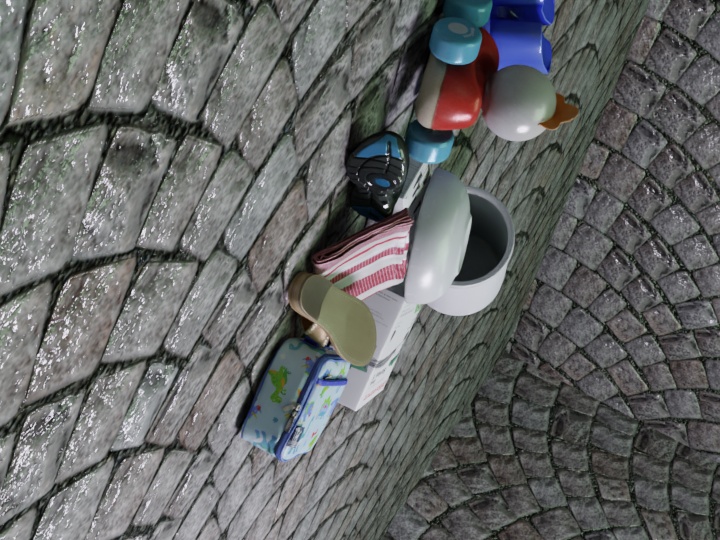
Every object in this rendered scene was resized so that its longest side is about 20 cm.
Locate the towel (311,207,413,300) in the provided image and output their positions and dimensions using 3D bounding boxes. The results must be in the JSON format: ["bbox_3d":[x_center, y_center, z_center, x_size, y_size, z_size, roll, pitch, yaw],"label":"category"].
[{"bbox_3d":[0.000,0.000,1.730,0.144,0.023,0.200,-27,158,-13],"label":"towel"}]

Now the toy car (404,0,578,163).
[{"bbox_3d":[0.177,-0.227,1.651,0.177,0.200,0.184,-70,176,-50],"label":"toy car"}]

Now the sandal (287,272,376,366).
[{"bbox_3d":[-0.051,0.055,1.706,0.212,0.070,0.078,46,64,-53],"label":"sandal"}]

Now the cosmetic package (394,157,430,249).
[{"bbox_3d":[0.062,-0.102,1.854,0.083,0.051,0.200,-58,167,-15],"label":"cosmetic package"}]

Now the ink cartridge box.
[{"bbox_3d":[0.017,0.100,2.012,0.200,0.084,0.146,-67,166,16],"label":"ink cartridge box"}]

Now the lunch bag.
[{"bbox_3d":[-0.083,0.170,1.771,0.161,0.082,0.200,-65,169,-1],"label":"lunch bag"}]

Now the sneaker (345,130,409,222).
[{"bbox_3d":[0.025,-0.134,1.624,0.200,0.073,0.082,109,4,-70],"label":"sneaker"}]

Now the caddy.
[{"bbox_3d":[0.212,-0.346,1.837,0.200,0.105,0.141,10,84,-77],"label":"caddy"}]

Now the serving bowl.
[{"bbox_3d":[0.118,-0.043,1.880,0.200,0.066,0.200,14,90,-82],"label":"serving bowl"}]

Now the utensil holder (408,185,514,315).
[{"bbox_3d":[0.161,-0.027,2.152,0.170,0.170,0.200,-60,170,-13],"label":"utensil holder"}]
